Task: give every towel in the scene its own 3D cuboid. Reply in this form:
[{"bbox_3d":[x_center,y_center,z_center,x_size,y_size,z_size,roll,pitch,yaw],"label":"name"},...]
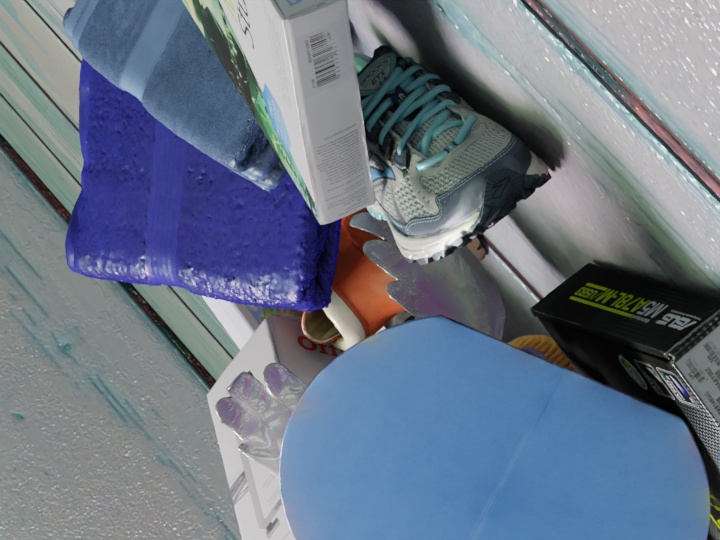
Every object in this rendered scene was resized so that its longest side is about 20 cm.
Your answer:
[{"bbox_3d":[-0.087,-0.134,1.415,0.049,0.112,0.200,18,-164,-44],"label":"towel"},{"bbox_3d":[-0.087,-0.059,1.478,0.200,0.148,0.050,10,-173,40],"label":"towel"}]

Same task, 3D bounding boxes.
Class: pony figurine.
[{"bbox_3d":[0.050,0.077,1.300,0.193,0.167,0.200,45,167,-18],"label":"pony figurine"}]

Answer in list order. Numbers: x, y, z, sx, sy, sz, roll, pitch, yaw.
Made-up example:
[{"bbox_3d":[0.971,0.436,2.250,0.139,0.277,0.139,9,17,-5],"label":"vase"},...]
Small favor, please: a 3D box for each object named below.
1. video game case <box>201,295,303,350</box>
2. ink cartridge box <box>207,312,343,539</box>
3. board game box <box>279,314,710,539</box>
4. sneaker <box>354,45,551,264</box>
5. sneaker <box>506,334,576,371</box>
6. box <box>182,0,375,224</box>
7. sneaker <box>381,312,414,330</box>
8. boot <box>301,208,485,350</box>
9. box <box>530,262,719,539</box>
[{"bbox_3d":[-0.052,-0.002,1.705,0.200,0.022,0.182,56,-151,-32],"label":"video game case"},{"bbox_3d":[0.005,0.136,1.504,0.146,0.083,0.200,15,-140,-32],"label":"ink cartridge box"},{"bbox_3d":[0.065,0.093,1.174,0.200,0.158,0.039,23,-147,-3],"label":"board game box"},{"bbox_3d":[0.023,-0.063,1.243,0.086,0.078,0.200,57,170,-18],"label":"sneaker"},{"bbox_3d":[0.136,0.123,1.443,0.200,0.075,0.088,52,172,-5],"label":"sneaker"},{"bbox_3d":[-0.054,-0.138,1.233,0.144,0.036,0.200,81,164,-49],"label":"box"},{"bbox_3d":[0.035,0.029,1.652,0.201,0.076,0.115,54,155,1],"label":"sneaker"},{"bbox_3d":[0.000,0.000,1.524,0.075,0.107,0.200,50,173,-6],"label":"boot"},{"bbox_3d":[0.179,0.092,1.192,0.200,0.048,0.193,53,170,-13],"label":"box"}]
